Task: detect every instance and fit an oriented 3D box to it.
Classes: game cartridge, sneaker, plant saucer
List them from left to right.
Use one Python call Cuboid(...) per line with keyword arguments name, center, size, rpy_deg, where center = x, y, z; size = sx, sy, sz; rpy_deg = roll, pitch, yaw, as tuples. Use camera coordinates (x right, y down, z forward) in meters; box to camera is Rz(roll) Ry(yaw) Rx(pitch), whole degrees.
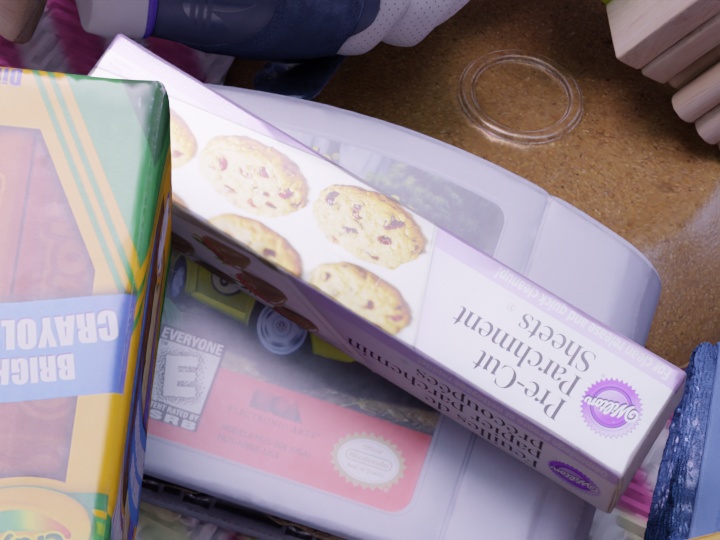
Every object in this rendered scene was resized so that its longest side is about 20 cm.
Cuboid(name="sneaker", center=(-0.025, -0.129, 1.000), size=(0.146, 0.081, 0.200), rpy_deg=(1, 28, -10))
Cuboid(name="game cartridge", center=(-0.015, 0.017, 0.905), size=(0.199, 0.041, 0.134), rpy_deg=(17, 64, 4))
Cuboid(name="plant saucer", center=(0.051, -0.047, 0.993), size=(0.199, 0.036, 0.201), rpy_deg=(5, 50, -6))

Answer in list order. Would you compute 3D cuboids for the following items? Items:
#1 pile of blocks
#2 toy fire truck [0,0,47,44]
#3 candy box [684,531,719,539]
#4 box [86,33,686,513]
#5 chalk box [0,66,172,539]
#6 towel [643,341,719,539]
Cuboid(name="pile of blocks", center=(0.124, -0.090, 0.966), size=(0.200, 0.062, 0.082), rpy_deg=(46, 37, -12))
Cuboid(name="toy fire truck", center=(-0.184, -0.175, 0.979), size=(0.199, 0.176, 0.129), rpy_deg=(16, 48, -16))
Cuboid(name="candy box", center=(0.107, 0.132, 0.806), size=(0.199, 0.057, 0.117), rpy_deg=(-13, 69, -10))
Cuboid(name="box", center=(0.000, 0.000, 0.872), size=(0.199, 0.039, 0.042), rpy_deg=(32, 72, 10))
Cuboid(name="chalk box", center=(-0.122, 0.057, 0.797), size=(0.124, 0.124, 0.201), rpy_deg=(5, 67, -1))
Cuboid(name="towel", center=(0.186, 0.090, 0.895), size=(0.199, 0.049, 0.112), rpy_deg=(15, 51, 4))
